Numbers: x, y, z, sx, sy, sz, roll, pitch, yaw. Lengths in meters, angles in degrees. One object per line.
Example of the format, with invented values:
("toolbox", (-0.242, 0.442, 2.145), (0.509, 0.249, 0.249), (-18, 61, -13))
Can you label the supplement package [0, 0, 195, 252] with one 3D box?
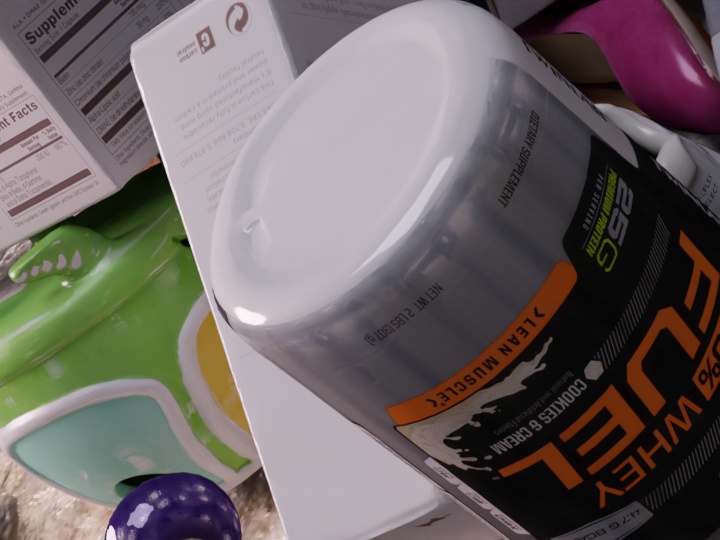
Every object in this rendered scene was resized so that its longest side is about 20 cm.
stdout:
("supplement package", (-0.145, -0.088, 1.058), (0.200, 0.111, 0.156), (-22, 21, 46))

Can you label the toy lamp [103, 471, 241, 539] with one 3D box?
("toy lamp", (-0.031, 0.125, 0.832), (0.058, 0.058, 0.200), (-52, 29, -2))

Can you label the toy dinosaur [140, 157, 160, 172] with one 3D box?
("toy dinosaur", (-0.081, -0.053, 1.199), (0.135, 0.086, 0.200), (-42, 35, 15))

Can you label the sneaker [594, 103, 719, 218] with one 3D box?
("sneaker", (0.077, -0.032, 0.953), (0.200, 0.087, 0.075), (4, 62, 57))

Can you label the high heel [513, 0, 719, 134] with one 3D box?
("high heel", (0.086, -0.066, 0.997), (0.096, 0.067, 0.200), (-44, 18, 4))

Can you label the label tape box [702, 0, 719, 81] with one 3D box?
("label tape box", (0.191, -0.099, 0.879), (0.144, 0.063, 0.200), (-31, 36, 22))

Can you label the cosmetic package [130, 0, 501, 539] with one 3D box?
("cosmetic package", (0.000, 0.000, 0.917), (0.074, 0.101, 0.201), (-28, 71, 34))

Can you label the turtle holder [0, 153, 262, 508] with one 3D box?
("turtle holder", (-0.076, 0.018, 1.055), (0.185, 0.132, 0.141), (-34, 14, 13))

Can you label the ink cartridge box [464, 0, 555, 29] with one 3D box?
("ink cartridge box", (0.102, -0.164, 1.036), (0.200, 0.037, 0.095), (-33, 29, -19))

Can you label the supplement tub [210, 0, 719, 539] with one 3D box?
("supplement tub", (0.060, 0.019, 0.805), (0.122, 0.200, 0.123), (-34, 35, 28))
